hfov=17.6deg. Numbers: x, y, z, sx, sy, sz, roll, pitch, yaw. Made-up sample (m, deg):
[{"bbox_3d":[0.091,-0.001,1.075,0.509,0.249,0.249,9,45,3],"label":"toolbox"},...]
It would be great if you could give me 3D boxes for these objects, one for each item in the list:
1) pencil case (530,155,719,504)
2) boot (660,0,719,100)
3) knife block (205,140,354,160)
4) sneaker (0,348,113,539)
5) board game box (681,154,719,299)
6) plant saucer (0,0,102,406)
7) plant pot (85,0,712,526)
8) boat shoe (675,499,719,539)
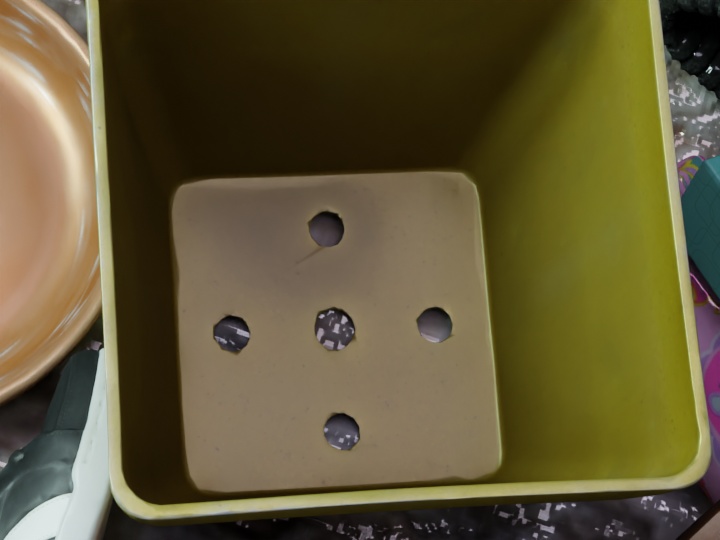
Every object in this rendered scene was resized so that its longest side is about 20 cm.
[{"bbox_3d":[0.159,0.047,0.913,0.087,0.088,0.201,-34,79,-17],"label":"pencil case"},{"bbox_3d":[0.242,-0.111,0.980,0.210,0.080,0.158,26,62,13],"label":"boot"},{"bbox_3d":[-0.031,-0.164,0.913,0.063,0.176,0.202,-1,71,-7],"label":"knife block"},{"bbox_3d":[-0.156,0.111,0.853,0.111,0.073,0.202,16,71,-3],"label":"sneaker"},{"bbox_3d":[0.238,0.000,0.880,0.199,0.045,0.153,-20,64,-27],"label":"board game box"},{"bbox_3d":[-0.188,-0.029,0.918,0.198,0.037,0.202,2,70,-6],"label":"plant saucer"},{"bbox_3d":[0.000,0.000,0.855,0.198,0.176,0.202,-2,76,-9],"label":"plant pot"},{"bbox_3d":[0.109,0.150,0.851,0.200,0.070,0.070,-42,84,10],"label":"boat shoe"}]
